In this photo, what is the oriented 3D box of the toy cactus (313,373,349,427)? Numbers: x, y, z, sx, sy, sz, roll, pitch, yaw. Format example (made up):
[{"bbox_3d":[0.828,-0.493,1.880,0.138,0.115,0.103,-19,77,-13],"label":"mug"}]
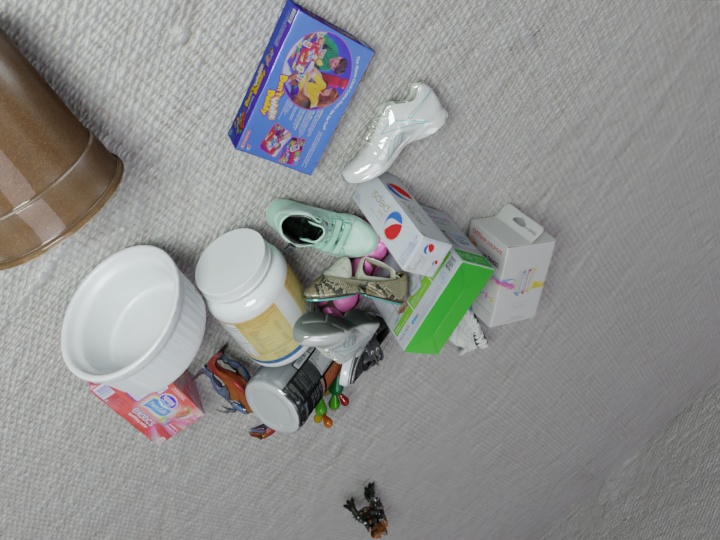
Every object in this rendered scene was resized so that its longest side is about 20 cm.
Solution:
[{"bbox_3d":[-0.066,0.222,1.249,0.165,0.102,0.201,-44,129,-5],"label":"toy cactus"}]

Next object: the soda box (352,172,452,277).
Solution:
[{"bbox_3d":[0.062,-0.081,0.980,0.067,0.202,0.064,12,123,-37],"label":"soda box"}]

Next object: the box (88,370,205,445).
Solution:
[{"bbox_3d":[-0.356,0.187,1.020,0.101,0.095,0.202,-31,137,-4],"label":"box"}]

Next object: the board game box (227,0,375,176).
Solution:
[{"bbox_3d":[-0.084,-0.248,0.858,0.132,0.045,0.203,13,119,-39],"label":"board game box"}]

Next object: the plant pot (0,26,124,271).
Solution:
[{"bbox_3d":[-0.396,-0.142,0.656,0.197,0.201,0.201,-30,129,-5],"label":"plant pot"}]

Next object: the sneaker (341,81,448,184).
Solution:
[{"bbox_3d":[0.041,-0.216,0.959,0.199,0.071,0.081,-40,122,-1],"label":"sneaker"}]

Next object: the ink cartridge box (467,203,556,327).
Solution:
[{"bbox_3d":[0.288,-0.016,1.221,0.122,0.129,0.206,-9,122,-25],"label":"ink cartridge box"}]

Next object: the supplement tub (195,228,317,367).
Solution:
[{"bbox_3d":[-0.164,0.046,0.985,0.142,0.146,0.202,-32,137,-3],"label":"supplement tub"}]

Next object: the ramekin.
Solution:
[{"bbox_3d":[-0.319,0.076,0.881,0.198,0.202,0.098,-35,145,1],"label":"ramekin"}]

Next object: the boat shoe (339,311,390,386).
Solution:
[{"bbox_3d":[0.015,0.152,1.161,0.064,0.201,0.072,15,119,11],"label":"boat shoe"}]

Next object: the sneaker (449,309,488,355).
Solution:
[{"bbox_3d":[0.226,0.125,1.360,0.079,0.076,0.202,-25,135,6],"label":"sneaker"}]

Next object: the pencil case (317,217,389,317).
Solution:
[{"bbox_3d":[0.000,0.000,1.094,0.092,0.091,0.203,12,117,-47],"label":"pencil case"}]

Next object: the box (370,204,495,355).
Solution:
[{"bbox_3d":[0.116,0.016,1.115,0.095,0.178,0.203,11,120,-37],"label":"box"}]

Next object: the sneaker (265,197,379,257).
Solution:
[{"bbox_3d":[-0.049,-0.051,0.957,0.195,0.118,0.076,14,104,-21],"label":"sneaker"}]

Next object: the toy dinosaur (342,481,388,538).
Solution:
[{"bbox_3d":[0.037,0.654,1.634,0.101,0.137,0.200,-36,-179,-20],"label":"toy dinosaur"}]

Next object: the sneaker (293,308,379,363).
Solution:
[{"bbox_3d":[-0.040,0.114,0.996,0.198,0.070,0.082,3,112,-55],"label":"sneaker"}]

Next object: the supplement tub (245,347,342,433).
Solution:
[{"bbox_3d":[-0.107,0.178,1.097,0.201,0.120,0.125,-51,155,-45],"label":"supplement tub"}]

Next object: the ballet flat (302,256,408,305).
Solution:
[{"bbox_3d":[-0.005,0.015,1.015,0.194,0.067,0.078,4,95,-28],"label":"ballet flat"}]

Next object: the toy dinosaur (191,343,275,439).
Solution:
[{"bbox_3d":[-0.218,0.235,1.106,0.105,0.200,0.182,-43,93,-4],"label":"toy dinosaur"}]
